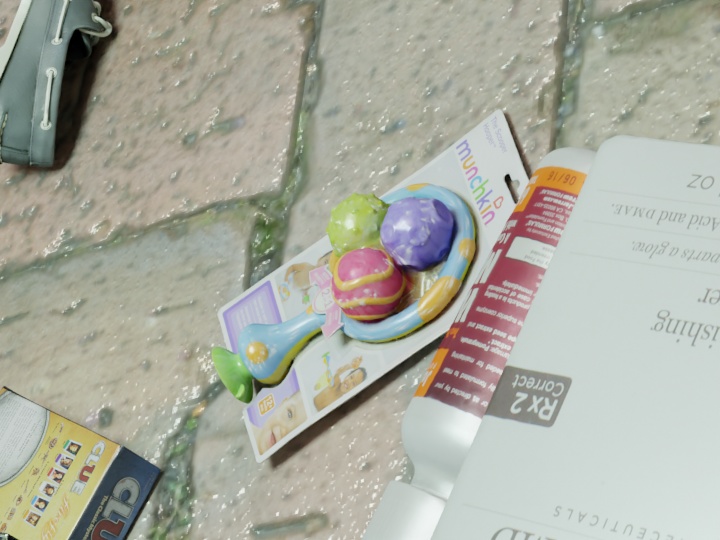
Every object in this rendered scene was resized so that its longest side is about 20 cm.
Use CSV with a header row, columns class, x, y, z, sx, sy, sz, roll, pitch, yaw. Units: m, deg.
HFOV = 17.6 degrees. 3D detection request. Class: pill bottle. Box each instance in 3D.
class,x,y,z,sx,sy,sz,roll,pitch,yaw
pill bottle,0.086,0.055,1.047,0.109,0.109,0.201,18,75,50

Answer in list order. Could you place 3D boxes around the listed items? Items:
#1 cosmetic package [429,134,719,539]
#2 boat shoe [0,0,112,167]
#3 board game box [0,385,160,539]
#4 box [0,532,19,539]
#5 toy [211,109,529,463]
class,x,y,z,sx,sy,sz,roll,pitch,yaw
cosmetic package,0.161,0.077,0.911,0.164,0.165,0.201,8,68,48
boat shoe,-0.198,-0.152,1.539,0.061,0.073,0.201,18,61,5
board game box,-0.208,0.175,1.310,0.135,0.035,0.201,19,76,50
box,-0.164,0.247,1.116,0.046,0.159,0.201,-2,60,42
toy,0.000,0.000,1.222,0.200,0.047,0.116,-38,43,19
